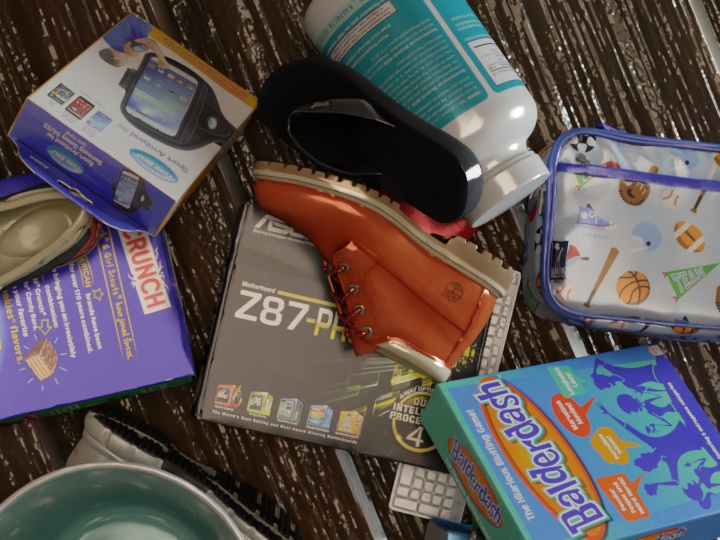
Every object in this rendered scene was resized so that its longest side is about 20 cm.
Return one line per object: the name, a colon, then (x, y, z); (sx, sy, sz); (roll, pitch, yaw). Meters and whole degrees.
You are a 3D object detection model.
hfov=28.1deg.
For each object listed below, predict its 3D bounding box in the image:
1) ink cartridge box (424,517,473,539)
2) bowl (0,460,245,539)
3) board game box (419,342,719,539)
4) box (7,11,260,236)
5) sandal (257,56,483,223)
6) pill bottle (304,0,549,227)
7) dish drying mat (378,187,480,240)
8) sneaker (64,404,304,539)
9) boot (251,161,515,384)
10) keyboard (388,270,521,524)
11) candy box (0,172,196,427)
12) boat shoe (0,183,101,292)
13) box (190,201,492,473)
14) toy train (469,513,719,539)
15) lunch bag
ink cartridge box: (0.141, 0.261, 1.062); (0.200, 0.067, 0.116); (12, 85, -9)
bowl: (-0.159, 0.225, 0.954); (0.201, 0.105, 0.201); (0, 84, 0)
board game box: (0.164, 0.134, 1.019); (0.200, 0.045, 0.152); (-9, 51, -28)
box: (-0.155, -0.102, 0.998); (0.119, 0.200, 0.041); (34, 120, -4)
sandal: (-0.003, -0.095, 1.007); (0.043, 0.200, 0.076); (-26, 132, -41)
pill bottle: (0.054, -0.132, 1.047); (0.111, 0.111, 0.200); (-32, 81, -8)
dish drying mat: (0.023, -0.015, 1.095); (0.077, 0.018, 0.200); (44, 82, -3)
sneaker: (-0.127, 0.180, 1.046); (0.200, 0.074, 0.080); (33, 98, 0)
boot: (0.000, 0.000, 1.001); (0.200, 0.075, 0.107); (30, 86, -9)
keyboard: (0.072, 0.091, 1.098); (0.056, 0.011, 0.200); (15, 84, -6)
candy box: (-0.232, 0.019, 1.032); (0.200, 0.077, 0.169); (-12, 86, -6)
boat shoe: (-0.269, -0.004, 0.960); (0.200, 0.063, 0.071); (-22, 87, -6)
box: (-0.010, 0.051, 1.056); (0.200, 0.049, 0.161); (14, 84, -10)
toy train: (0.172, 0.196, 1.024); (0.200, 0.042, 0.056); (11, 44, -10)
lunch bag: (0.219, -0.030, 1.093); (0.200, 0.076, 0.160); (8, 83, -8)
